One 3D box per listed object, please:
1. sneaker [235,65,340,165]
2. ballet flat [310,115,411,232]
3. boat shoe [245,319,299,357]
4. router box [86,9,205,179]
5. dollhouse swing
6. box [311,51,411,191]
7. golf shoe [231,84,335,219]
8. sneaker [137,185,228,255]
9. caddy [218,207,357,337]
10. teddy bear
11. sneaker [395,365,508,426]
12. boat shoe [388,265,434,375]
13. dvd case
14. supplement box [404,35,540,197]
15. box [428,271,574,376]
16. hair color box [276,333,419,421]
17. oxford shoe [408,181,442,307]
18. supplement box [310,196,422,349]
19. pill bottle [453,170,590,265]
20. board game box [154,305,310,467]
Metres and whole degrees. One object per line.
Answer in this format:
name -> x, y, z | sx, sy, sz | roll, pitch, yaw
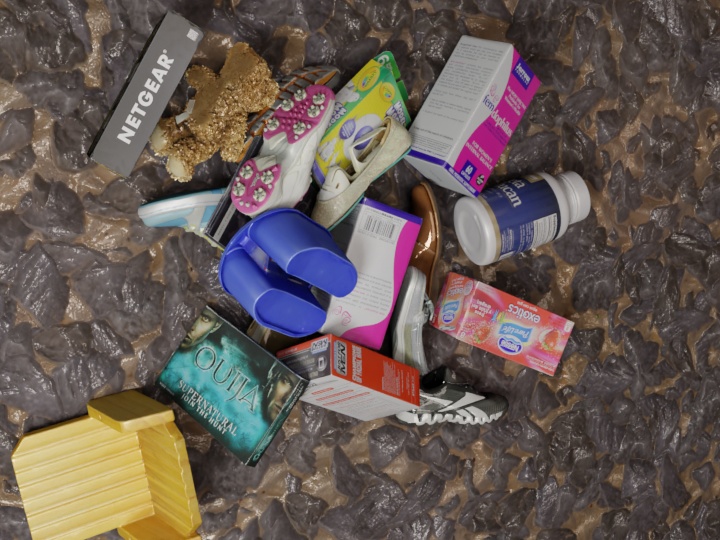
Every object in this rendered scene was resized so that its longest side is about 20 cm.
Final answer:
sneaker -> -0.100, -0.211, 1.122 | 0.200, 0.078, 0.077 | -44, 124, -5
ballet flat -> -0.012, -0.138, 1.115 | 0.200, 0.067, 0.063 | -46, 120, -13
boat shoe -> -0.150, 0.134, 1.159 | 0.074, 0.066, 0.201 | 36, 82, -30
router box -> -0.274, -0.218, 1.003 | 0.052, 0.157, 0.202 | 28, 89, -22
dollhouse swing -> -0.341, 0.292, 1.067 | 0.174, 0.181, 0.203 | -18, 107, -38
box -> -0.003, -0.207, 1.139 | 0.200, 0.048, 0.118 | -48, 148, -9
golf shoe -> -0.090, -0.148, 1.040 | 0.201, 0.075, 0.092 | -57, 147, -9
sneaker -> -0.200, -0.048, 1.103 | 0.197, 0.079, 0.132 | -9, 101, -18
caddy -> -0.096, -0.001, 1.046 | 0.142, 0.105, 0.200 | -49, 149, 6
teddy bear -> -0.195, -0.206, 1.063 | 0.201, 0.144, 0.067 | -56, 151, 0
sneaker -> 0.154, 0.199, 1.285 | 0.197, 0.066, 0.092 | 1, 101, -19
boat shoe -> 0.081, 0.080, 1.200 | 0.064, 0.075, 0.204 | 2, 124, -4
dvd case -> -0.117, -0.067, 1.095 | 0.200, 0.016, 0.150 | 42, 69, -50
supplement box -> 0.160, -0.227, 1.175 | 0.101, 0.103, 0.202 | 31, 86, -45
box -> 0.224, 0.084, 1.275 | 0.198, 0.102, 0.096 | 22, 91, -24
hair color box -> -0.015, 0.159, 1.153 | 0.199, 0.110, 0.065 | 26, 53, -44
oxford shoe -> 0.082, -0.034, 1.218 | 0.070, 0.071, 0.203 | -2, 101, -16
supplement box -> 0.000, 0.000, 1.174 | 0.100, 0.103, 0.202 | 18, 91, -23
pill bottle -> 0.256, -0.090, 1.251 | 0.198, 0.111, 0.112 | -19, 105, -17
board game box -> -0.180, 0.154, 1.095 | 0.136, 0.199, 0.028 | -56, 151, -4
